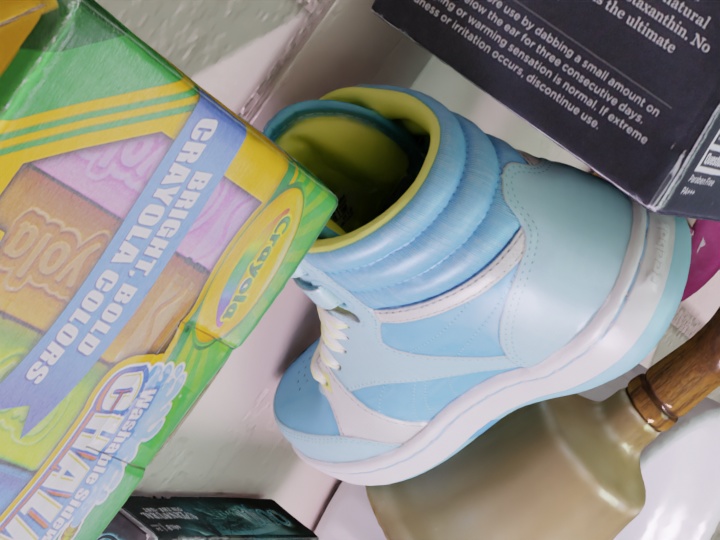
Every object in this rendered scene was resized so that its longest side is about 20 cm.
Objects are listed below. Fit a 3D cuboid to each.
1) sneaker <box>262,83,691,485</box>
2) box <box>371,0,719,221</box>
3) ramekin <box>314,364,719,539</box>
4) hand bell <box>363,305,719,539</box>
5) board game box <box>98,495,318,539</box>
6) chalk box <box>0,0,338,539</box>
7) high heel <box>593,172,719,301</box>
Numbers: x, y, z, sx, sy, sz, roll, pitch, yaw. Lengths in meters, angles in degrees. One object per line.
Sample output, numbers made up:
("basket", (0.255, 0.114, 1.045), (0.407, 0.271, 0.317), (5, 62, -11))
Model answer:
("sneaker", (0.000, 0.000, 0.893), (0.200, 0.130, 0.080), (-32, -142, 49))
("box", (0.133, -0.128, 0.892), (0.199, 0.123, 0.200), (-57, 159, 12))
("ramekin", (0.061, 0.114, 1.135), (0.200, 0.098, 0.201), (-44, 156, -25))
("hand bell", (0.108, 0.042, 0.953), (0.200, 0.104, 0.104), (-39, 163, 19))
("board game box", (-0.103, 0.169, 0.977), (0.200, 0.028, 0.135), (-58, 158, 9))
("chalk box", (-0.097, -0.014, 0.599), (0.124, 0.124, 0.200), (-54, 159, 1))
("high heel", (0.170, -0.066, 1.117), (0.200, 0.067, 0.096), (-53, 149, 11))
